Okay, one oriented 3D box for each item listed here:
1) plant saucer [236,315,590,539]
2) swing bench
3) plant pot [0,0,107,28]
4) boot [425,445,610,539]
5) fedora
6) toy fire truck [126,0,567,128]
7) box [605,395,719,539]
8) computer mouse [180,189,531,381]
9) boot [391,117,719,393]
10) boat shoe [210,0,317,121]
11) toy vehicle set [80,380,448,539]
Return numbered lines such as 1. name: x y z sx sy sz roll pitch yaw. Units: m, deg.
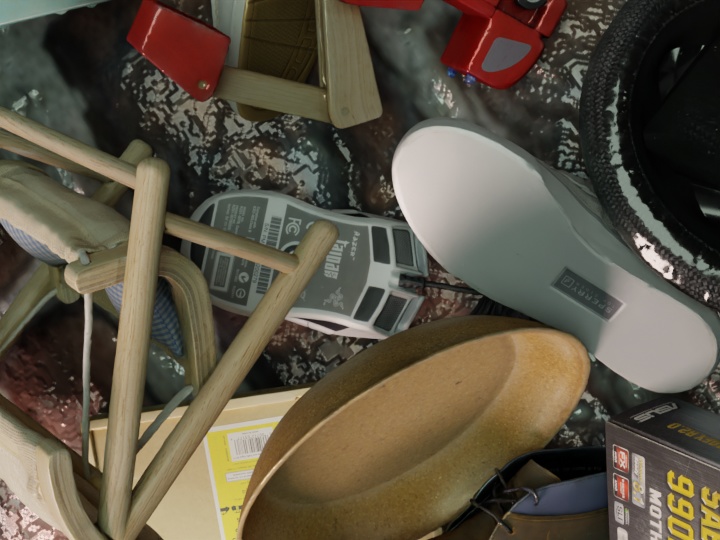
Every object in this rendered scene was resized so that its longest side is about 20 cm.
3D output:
1. plant saucer: 0.021 0.082 0.761 0.200 0.200 0.035 -38 61 10
2. swing bench: -0.144 0.030 0.774 0.199 0.130 0.200 24 94 47
3. plant pot: -0.209 -0.206 0.795 0.200 0.201 0.161 -11 102 10
4. boot: 0.061 0.137 0.800 0.200 0.075 0.097 5 101 -25
5. fedora: 0.205 -0.062 0.775 0.200 0.092 0.201 0 85 0
6. toy fire truck: -0.004 -0.128 0.792 0.200 0.049 0.141 26 96 -22
7. box: 0.195 0.180 0.750 0.048 0.158 0.200 -17 113 -30
8. computer mouse: 0.000 0.000 0.844 0.200 0.044 0.110 12 86 8
9. boot: 0.102 -0.020 0.786 0.200 0.096 0.074 38 116 -12
10. boat shoe: -0.058 -0.185 0.835 0.069 0.071 0.200 17 105 34
11. toy vehicle set: -0.053 0.131 0.870 0.200 0.027 0.125 -9 92 10
